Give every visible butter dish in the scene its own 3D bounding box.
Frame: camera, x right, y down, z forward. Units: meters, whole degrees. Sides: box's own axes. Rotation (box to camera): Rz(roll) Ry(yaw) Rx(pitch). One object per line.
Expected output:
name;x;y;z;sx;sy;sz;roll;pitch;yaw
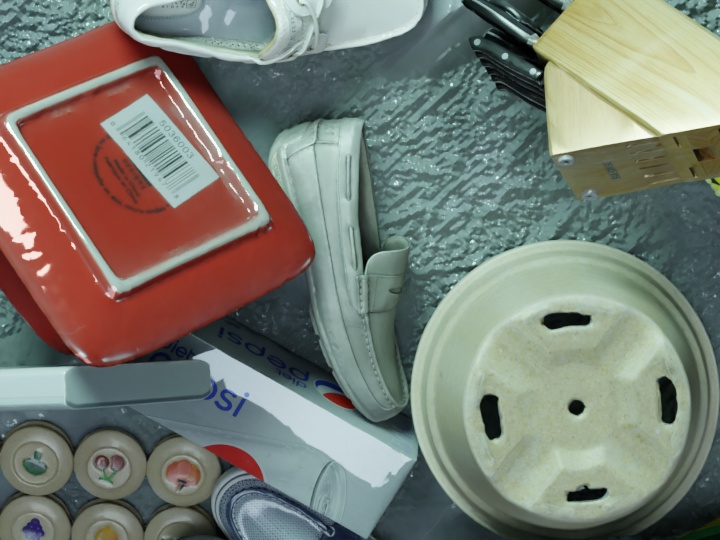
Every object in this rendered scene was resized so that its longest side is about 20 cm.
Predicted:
butter dish;-0.164;-0.027;1.566;0.200;0.199;0.148;55;141;10

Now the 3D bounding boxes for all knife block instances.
knife block;0.162;-0.137;1.513;0.199;0.064;0.176;-10;63;19

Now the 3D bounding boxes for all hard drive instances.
hard drive;-0.210;0.073;1.572;0.199;0.132;0.027;-4;88;37

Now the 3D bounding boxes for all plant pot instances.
plant pot;0.128;0.081;1.551;0.200;0.183;0.201;0;90;3

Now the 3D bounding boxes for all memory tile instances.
memory tile;-0.194;0.175;1.709;0.199;0.017;0.154;5;109;0

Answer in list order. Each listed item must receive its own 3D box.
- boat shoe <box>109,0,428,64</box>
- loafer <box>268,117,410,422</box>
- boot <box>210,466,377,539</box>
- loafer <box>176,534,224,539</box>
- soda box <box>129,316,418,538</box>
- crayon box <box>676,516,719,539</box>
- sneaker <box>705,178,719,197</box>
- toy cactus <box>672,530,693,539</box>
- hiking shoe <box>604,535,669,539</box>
boat shoe;-0.051;-0.155;1.551;0.199;0.069;0.071;-5;119;-10
loafer;0.000;0.000;1.616;0.070;0.070;0.201;-13;107;15
boot;-0.014;0.206;1.670;0.200;0.090;0.073;36;103;-12
loafer;-0.073;0.266;1.689;0.073;0.071;0.200;-26;117;31
soda box;-0.062;0.091;1.651;0.200;0.063;0.068;30;107;-7
crayon box;0.244;0.269;1.661;0.172;0.058;0.201;-24;109;-26
sneaker;0.226;-0.079;1.580;0.199;0.075;0.077;17;106;-2
toy cactus;0.166;0.237;1.691;0.165;0.102;0.200;-38;101;-6
hiking shoe;0.121;0.212;1.559;0.199;0.074;0.087;-10;68;39
